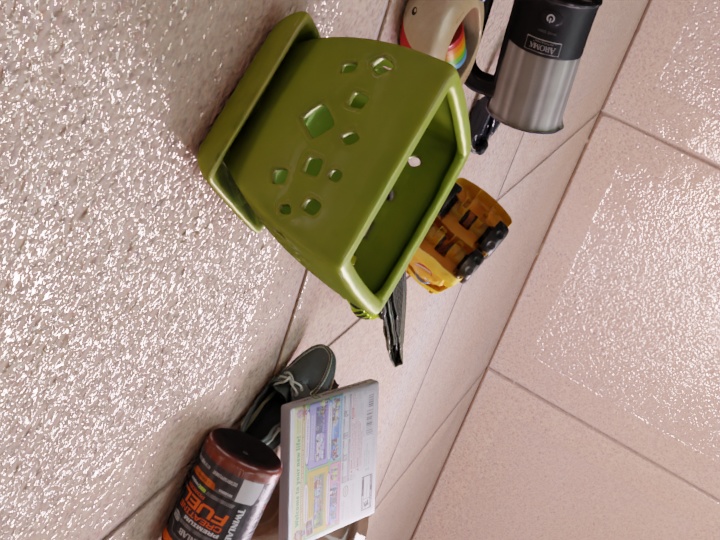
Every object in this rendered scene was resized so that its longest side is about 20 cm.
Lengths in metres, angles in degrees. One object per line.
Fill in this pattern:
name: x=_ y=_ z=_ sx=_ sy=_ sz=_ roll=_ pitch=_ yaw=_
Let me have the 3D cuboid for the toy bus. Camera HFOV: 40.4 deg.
toy bus: x=0.139 y=-0.031 z=1.677 sx=0.200 sy=0.135 sz=0.193 roll=-45 pitch=173 yaw=-40

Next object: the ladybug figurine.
ladybug figurine: x=0.095 y=-0.280 z=1.179 sx=0.137 sy=0.071 sz=0.200 roll=-58 pitch=164 yaw=-13

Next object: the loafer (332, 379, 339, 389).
loafer: x=-0.057 y=0.246 z=1.575 sx=0.073 sy=0.071 sz=0.202 roll=-47 pitch=158 yaw=-42

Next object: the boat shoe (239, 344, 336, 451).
boat shoe: x=-0.097 y=0.174 z=1.328 sx=0.200 sy=0.072 sz=0.062 roll=-49 pitch=164 yaw=-24

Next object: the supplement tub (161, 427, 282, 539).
supplement tub: x=-0.181 y=0.308 z=1.218 sx=0.203 sy=0.106 sz=0.107 roll=-65 pitch=164 yaw=8

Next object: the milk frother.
milk frother: x=0.252 y=-0.329 z=1.404 sx=0.199 sy=0.179 sz=0.191 roll=-32 pitch=144 yaw=-49

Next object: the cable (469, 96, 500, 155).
cable: x=0.242 y=-0.297 z=1.665 sx=0.163 sy=0.050 sz=0.203 roll=-34 pitch=147 yaw=-60

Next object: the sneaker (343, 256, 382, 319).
sneaker: x=0.000 y=0.000 z=1.384 sx=0.201 sy=0.073 sz=0.085 roll=70 pitch=17 yaw=-60

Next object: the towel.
towel: x=0.039 y=-0.002 z=1.337 sx=0.201 sy=0.034 sz=0.195 roll=-84 pitch=169 yaw=-53

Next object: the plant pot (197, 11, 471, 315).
plant pot: x=-0.025 y=-0.101 z=0.896 sx=0.202 sy=0.180 sz=0.199 roll=-60 pitch=165 yaw=-7

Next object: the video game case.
video game case: x=-0.042 y=0.266 z=1.360 sx=0.180 sy=0.022 sz=0.204 roll=-10 pitch=106 yaw=-47

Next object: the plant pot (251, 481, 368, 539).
plant pot: x=-0.110 y=0.357 z=1.440 sx=0.202 sy=0.198 sz=0.175 roll=-59 pitch=146 yaw=-9
